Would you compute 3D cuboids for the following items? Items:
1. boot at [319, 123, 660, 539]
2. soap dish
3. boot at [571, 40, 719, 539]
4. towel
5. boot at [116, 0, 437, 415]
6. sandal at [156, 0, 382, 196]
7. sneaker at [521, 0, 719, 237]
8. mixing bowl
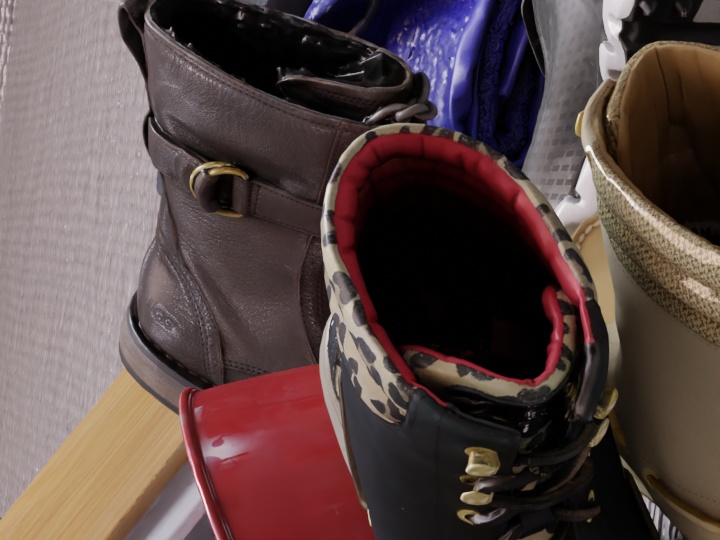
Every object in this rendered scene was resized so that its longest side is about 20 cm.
[{"bbox_3d":[0.044,0.069,0.705,0.154,0.073,0.204,85,159,-71],"label":"boot"},{"bbox_3d":[-0.080,0.115,1.239,0.200,0.081,0.158,-53,-28,-37],"label":"soap dish"},{"bbox_3d":[0.089,0.000,0.744,0.200,0.073,0.156,-110,3,-54],"label":"boot"},{"bbox_3d":[0.014,-0.088,1.033,0.200,0.049,0.148,-13,54,62],"label":"towel"},{"bbox_3d":[0.000,0.000,0.958,0.174,0.199,0.069,104,-168,-47],"label":"boot"},{"bbox_3d":[-0.022,-0.095,1.028,0.200,0.043,0.076,124,161,-50],"label":"sandal"},{"bbox_3d":[0.081,-0.050,0.884,0.091,0.066,0.201,-106,24,-46],"label":"sneaker"},{"bbox_3d":[0.037,0.102,0.867,0.201,0.108,0.200,63,-178,-4],"label":"mixing bowl"}]
